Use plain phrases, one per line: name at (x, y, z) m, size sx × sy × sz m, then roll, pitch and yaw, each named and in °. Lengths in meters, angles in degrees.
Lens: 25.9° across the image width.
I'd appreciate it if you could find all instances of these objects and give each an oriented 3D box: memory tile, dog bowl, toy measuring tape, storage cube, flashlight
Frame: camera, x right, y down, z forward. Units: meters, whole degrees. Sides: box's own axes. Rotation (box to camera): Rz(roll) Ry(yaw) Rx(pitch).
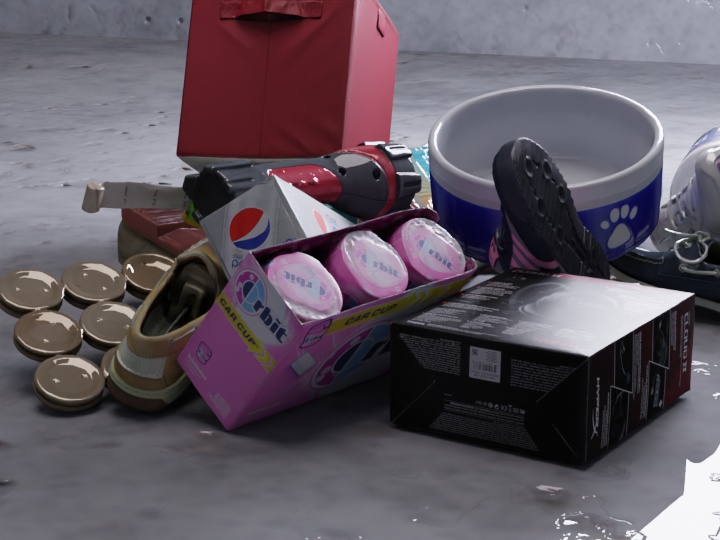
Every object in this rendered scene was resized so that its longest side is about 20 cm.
memory tile at (-0.161, 0.040, 1.160) m, size 0.199 × 0.017 × 0.153 m, roll -7°, pitch 41°, yaw -28°
dog bowl at (0.158, -0.082, 1.336) m, size 0.199 × 0.079 × 0.200 m, roll -4°, pitch 31°, yaw 2°
toy measuring tape at (-0.119, -0.043, 1.247) m, size 0.199 × 0.074 × 0.073 m, roll 2°, pitch 11°, yaw -32°
storage cube at (-0.066, -0.174, 1.537) m, size 0.170 × 0.181 × 0.200 m, roll 2°, pitch -11°, yaw 14°
flashlight at (-0.039, -0.062, 1.222) m, size 0.068 × 0.068 × 0.199 m, roll -25°, pitch -9°, yaw 42°

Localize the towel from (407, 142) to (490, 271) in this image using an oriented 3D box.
towel at (0.076, -0.059, 1.442) m, size 0.147 × 0.022 × 0.200 m, roll 48°, pitch 18°, yaw 10°

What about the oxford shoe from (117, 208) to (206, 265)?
oxford shoe at (-0.134, 0.010, 1.297) m, size 0.070 × 0.075 × 0.200 m, roll -7°, pitch 36°, yaw -41°

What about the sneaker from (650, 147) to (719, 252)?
sneaker at (0.303, -0.042, 1.385) m, size 0.099 × 0.075 × 0.200 m, roll -3°, pitch -26°, yaw 16°

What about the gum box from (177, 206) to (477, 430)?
gum box at (-0.016, 0.029, 1.089) m, size 0.199 × 0.114 × 0.066 m, roll -16°, pitch 61°, yaw -48°

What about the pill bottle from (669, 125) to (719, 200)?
pill bottle at (0.383, -0.092, 1.608) m, size 0.110 × 0.112 × 0.200 m, roll 5°, pitch 15°, yaw 17°

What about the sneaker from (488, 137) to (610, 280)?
sneaker at (0.125, -0.024, 1.191) m, size 0.082 × 0.200 × 0.070 m, roll -3°, pitch 53°, yaw 28°

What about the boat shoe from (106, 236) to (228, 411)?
boat shoe at (-0.117, 0.017, 1.126) m, size 0.071 × 0.076 × 0.200 m, roll 18°, pitch 35°, yaw 5°

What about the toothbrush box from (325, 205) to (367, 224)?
toothbrush box at (-0.062, -0.034, 1.430) m, size 0.199 × 0.086 × 0.146 m, roll 2°, pitch 13°, yaw 13°

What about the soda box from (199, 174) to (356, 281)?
soda box at (-0.041, -0.008, 1.172) m, size 0.068 × 0.064 × 0.200 m, roll -32°, pitch -19°, yaw 12°

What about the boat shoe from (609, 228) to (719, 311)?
boat shoe at (0.293, 0.001, 1.310) m, size 0.075 × 0.062 × 0.199 m, roll -5°, pitch 18°, yaw -44°

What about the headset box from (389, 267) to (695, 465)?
headset box at (0.133, 0.057, 1.083) m, size 0.148 × 0.078 × 0.200 m, roll 9°, pitch 16°, yaw 31°

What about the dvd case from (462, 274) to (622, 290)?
dvd case at (0.141, 0.028, 1.321) m, size 0.199 × 0.018 × 0.143 m, roll 0°, pitch 15°, yaw 0°
